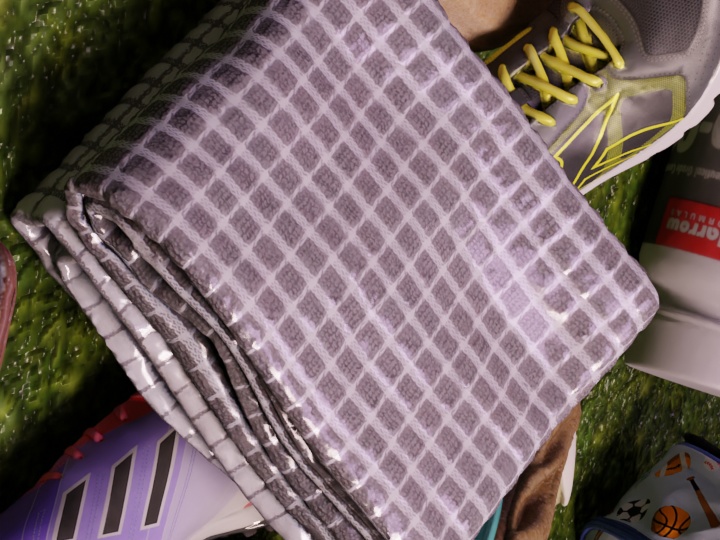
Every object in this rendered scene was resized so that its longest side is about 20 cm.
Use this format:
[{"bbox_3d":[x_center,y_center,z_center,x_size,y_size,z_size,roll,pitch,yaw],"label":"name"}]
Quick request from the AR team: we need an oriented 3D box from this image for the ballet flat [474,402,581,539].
[{"bbox_3d":[0.057,0.086,0.923,0.200,0.068,0.072,-74,146,-53],"label":"ballet flat"}]

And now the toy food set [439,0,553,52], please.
[{"bbox_3d":[0.055,-0.186,0.928,0.198,0.049,0.200,-13,116,-56],"label":"toy food set"}]

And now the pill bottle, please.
[{"bbox_3d":[0.210,-0.033,1.196,0.114,0.114,0.200,21,87,-60],"label":"pill bottle"}]

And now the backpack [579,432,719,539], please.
[{"bbox_3d":[0.194,0.190,1.232,0.154,0.200,0.191,-39,135,-24],"label":"backpack"}]

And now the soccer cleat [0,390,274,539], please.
[{"bbox_3d":[-0.078,0.072,0.838,0.200,0.068,0.073,-18,93,-47],"label":"soccer cleat"}]

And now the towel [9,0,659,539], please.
[{"bbox_3d":[0.000,0.000,0.818,0.200,0.086,0.166,51,53,-16],"label":"towel"}]

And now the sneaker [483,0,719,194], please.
[{"bbox_3d":[0.075,-0.060,0.929,0.200,0.074,0.085,-51,159,27],"label":"sneaker"}]

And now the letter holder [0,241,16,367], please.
[{"bbox_3d":[-0.185,0.064,0.563,0.101,0.142,0.200,22,86,-60],"label":"letter holder"}]
